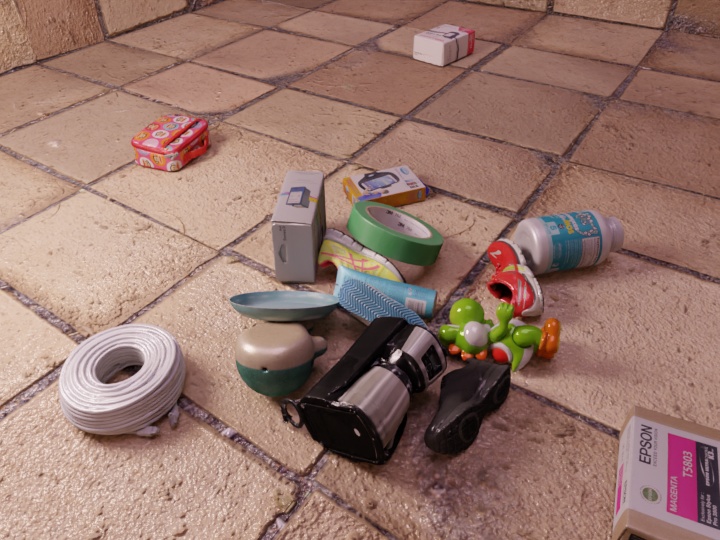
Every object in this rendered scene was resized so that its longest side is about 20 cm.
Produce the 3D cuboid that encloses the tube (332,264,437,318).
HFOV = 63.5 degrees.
[{"bbox_3d":[0.044,0.046,1.088,0.196,0.050,0.079,11,84,13],"label":"tube"}]

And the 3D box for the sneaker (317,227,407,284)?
[{"bbox_3d":[0.000,0.000,1.147,0.198,0.078,0.091,29,83,18],"label":"sneaker"}]

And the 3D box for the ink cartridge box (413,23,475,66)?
[{"bbox_3d":[0.310,-0.842,2.164,0.144,0.086,0.199,29,48,34],"label":"ink cartridge box"}]

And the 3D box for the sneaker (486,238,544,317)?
[{"bbox_3d":[0.278,0.011,1.111,0.083,0.078,0.202,-12,39,-5],"label":"sneaker"}]

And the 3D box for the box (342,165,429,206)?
[{"bbox_3d":[0.067,-0.200,1.409,0.196,0.042,0.120,-16,41,-14],"label":"box"}]

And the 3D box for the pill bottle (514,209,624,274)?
[{"bbox_3d":[0.418,-0.060,1.162,0.196,0.112,0.112,-9,39,-9],"label":"pill bottle"}]

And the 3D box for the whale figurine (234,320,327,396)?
[{"bbox_3d":[-0.131,0.137,0.969,0.155,0.106,0.200,1,14,6],"label":"whale figurine"}]

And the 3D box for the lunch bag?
[{"bbox_3d":[-0.504,-0.348,1.589,0.173,0.083,0.201,15,43,14],"label":"lunch bag"}]

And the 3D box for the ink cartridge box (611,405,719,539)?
[{"bbox_3d":[0.422,0.293,0.752,0.162,0.076,0.201,14,42,18],"label":"ink cartridge box"}]

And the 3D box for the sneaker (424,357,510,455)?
[{"bbox_3d":[0.151,0.203,0.889,0.090,0.077,0.199,18,35,38],"label":"sneaker"}]

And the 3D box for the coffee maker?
[{"bbox_3d":[0.007,0.165,0.879,0.190,0.137,0.200,21,43,28],"label":"coffee maker"}]

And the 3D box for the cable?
[{"bbox_3d":[-0.383,0.171,0.937,0.195,0.070,0.202,-4,39,-3],"label":"cable"}]

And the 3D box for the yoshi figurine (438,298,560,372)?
[{"bbox_3d":[0.233,0.093,0.993,0.196,0.115,0.112,3,22,10],"label":"yoshi figurine"}]

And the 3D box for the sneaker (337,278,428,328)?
[{"bbox_3d":[0.053,0.086,1.019,0.199,0.081,0.077,40,94,18],"label":"sneaker"}]

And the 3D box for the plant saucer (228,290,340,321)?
[{"bbox_3d":[-0.134,0.063,1.033,0.195,0.028,0.200,2,5,0],"label":"plant saucer"}]

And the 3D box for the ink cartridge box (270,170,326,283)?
[{"bbox_3d":[-0.122,-0.092,1.195,0.085,0.148,0.202,3,38,4],"label":"ink cartridge box"}]

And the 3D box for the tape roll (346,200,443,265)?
[{"bbox_3d":[0.071,-0.078,1.183,0.197,0.049,0.201,20,21,-8],"label":"tape roll"}]
